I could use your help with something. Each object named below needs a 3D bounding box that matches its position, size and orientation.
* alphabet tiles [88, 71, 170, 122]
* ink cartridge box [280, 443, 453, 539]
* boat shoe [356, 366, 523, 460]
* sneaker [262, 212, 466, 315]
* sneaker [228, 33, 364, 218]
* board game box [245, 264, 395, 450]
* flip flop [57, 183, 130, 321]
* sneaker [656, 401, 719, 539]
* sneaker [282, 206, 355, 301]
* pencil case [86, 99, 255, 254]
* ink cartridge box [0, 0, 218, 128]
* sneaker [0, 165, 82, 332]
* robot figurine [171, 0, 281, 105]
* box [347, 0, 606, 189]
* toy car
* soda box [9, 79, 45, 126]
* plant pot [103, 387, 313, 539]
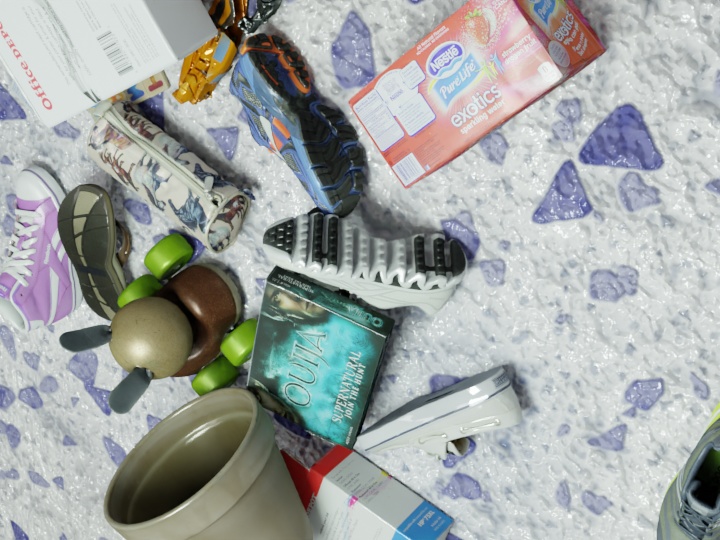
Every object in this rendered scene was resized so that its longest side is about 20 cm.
[{"bbox_3d":[-0.291,-0.259,1.370,0.200,0.006,0.167,-17,100,40],"label":"alphabet tiles"},{"bbox_3d":[-0.008,0.279,1.387,0.200,0.067,0.116,33,127,19],"label":"ink cartridge box"},{"bbox_3d":[0.082,0.164,1.270,0.200,0.071,0.070,-27,92,34],"label":"boat shoe"},{"bbox_3d":[0.000,0.000,1.206,0.200,0.075,0.081,12,139,-4],"label":"sneaker"},{"bbox_3d":[-0.065,-0.138,1.233,0.078,0.075,0.200,-37,80,50],"label":"sneaker"},{"bbox_3d":[-0.048,0.095,1.277,0.135,0.028,0.200,24,137,9],"label":"board game box"},{"bbox_3d":[-0.304,-0.024,1.468,0.081,0.058,0.200,14,135,25],"label":"flip flop"},{"bbox_3d":[0.310,0.204,1.112,0.074,0.081,0.200,26,125,24],"label":"sneaker"},{"bbox_3d":[-0.033,0.024,1.286,0.080,0.074,0.200,18,130,23],"label":"sneaker"},{"bbox_3d":[-0.210,-0.106,1.337,0.200,0.078,0.090,37,151,16],"label":"pencil case"},{"bbox_3d":[-0.263,-0.247,1.211,0.200,0.084,0.145,-18,109,35],"label":"ink cartridge box"},{"bbox_3d":[-0.406,-0.020,1.500,0.073,0.114,0.201,7,114,35],"label":"sneaker"},{"bbox_3d":[-0.159,-0.271,1.235,0.145,0.058,0.200,41,129,10],"label":"robot figurine"},{"bbox_3d":[0.099,-0.169,1.074,0.200,0.095,0.100,-34,90,41],"label":"box"},{"bbox_3d":[-0.234,0.082,1.367,0.164,0.200,0.158,47,130,8],"label":"toy car"},{"bbox_3d":[-0.309,-0.253,1.337,0.064,0.068,0.200,46,130,7],"label":"soda box"},{"bbox_3d":[-0.145,0.256,1.322,0.200,0.200,0.174,-15,120,39],"label":"plant pot"}]
